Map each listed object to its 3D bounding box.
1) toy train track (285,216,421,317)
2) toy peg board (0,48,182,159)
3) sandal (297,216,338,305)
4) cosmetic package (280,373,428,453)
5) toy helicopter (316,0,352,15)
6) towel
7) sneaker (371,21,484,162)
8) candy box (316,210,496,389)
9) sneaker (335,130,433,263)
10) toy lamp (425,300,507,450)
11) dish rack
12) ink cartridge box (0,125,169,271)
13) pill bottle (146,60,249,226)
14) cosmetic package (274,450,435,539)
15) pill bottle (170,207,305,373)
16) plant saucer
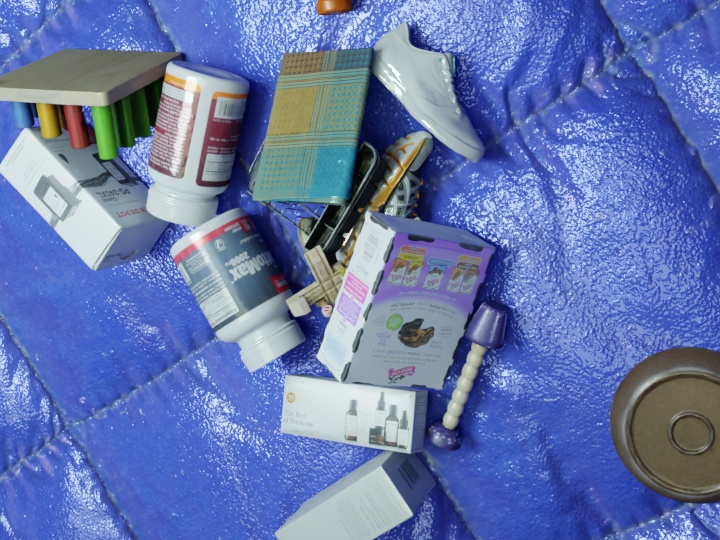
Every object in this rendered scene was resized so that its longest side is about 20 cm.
[{"bbox_3d":[0.000,0.000,1.228,0.199,0.033,0.115,-33,131,-8],"label":"toy train track"},{"bbox_3d":[-0.368,-0.226,1.333,0.197,0.200,0.099,6,117,19],"label":"toy peg board"},{"bbox_3d":[-0.021,0.014,1.309,0.054,0.080,0.202,-26,86,15],"label":"sandal"},{"bbox_3d":[-0.011,0.191,1.330,0.198,0.051,0.084,4,86,26],"label":"cosmetic package"},{"bbox_3d":[0.009,-0.366,1.190,0.198,0.132,0.080,-5,98,21],"label":"toy helicopter"},{"bbox_3d":[-0.058,-0.180,1.236,0.145,0.022,0.202,5,80,33],"label":"towel"},{"bbox_3d":[0.096,-0.225,1.223,0.088,0.075,0.200,-44,82,10],"label":"sneaker"},{"bbox_3d":[0.056,0.042,1.222,0.071,0.166,0.202,38,113,49],"label":"candy box"},{"bbox_3d":[0.044,-0.086,1.271,0.077,0.078,0.201,25,104,-18],"label":"sneaker"},{"bbox_3d":[0.140,0.135,1.280,0.058,0.058,0.202,26,109,14],"label":"toy lamp"},{"bbox_3d":[-0.068,-0.124,1.272,0.199,0.054,0.154,37,99,32],"label":"dish rack"},{"bbox_3d":[-0.379,-0.107,1.378,0.200,0.145,0.083,45,111,7],"label":"ink cartridge box"},{"bbox_3d":[-0.223,-0.170,1.325,0.113,0.114,0.202,20,106,16],"label":"pill bottle"},{"bbox_3d":[-0.008,0.325,1.342,0.199,0.113,0.081,-38,86,24],"label":"cosmetic package"},{"bbox_3d":[-0.160,0.029,1.337,0.119,0.119,0.201,-30,90,23],"label":"pill bottle"},{"bbox_3d":[0.405,0.196,1.205,0.198,0.034,0.203,4,103,19],"label":"plant saucer"}]
